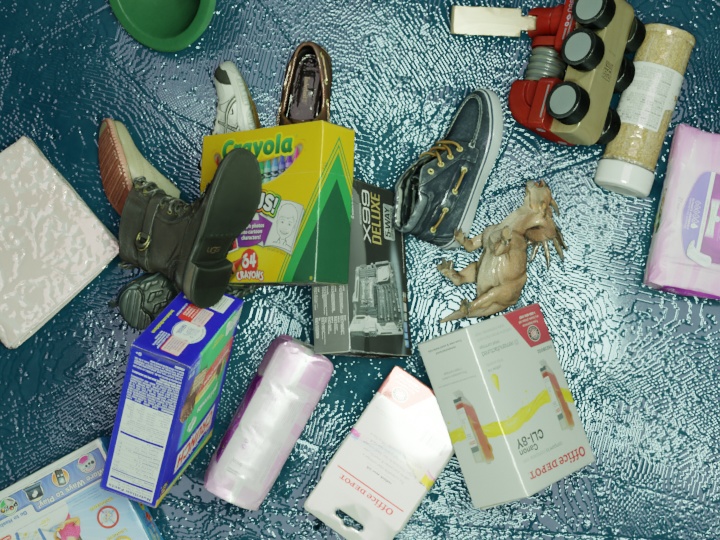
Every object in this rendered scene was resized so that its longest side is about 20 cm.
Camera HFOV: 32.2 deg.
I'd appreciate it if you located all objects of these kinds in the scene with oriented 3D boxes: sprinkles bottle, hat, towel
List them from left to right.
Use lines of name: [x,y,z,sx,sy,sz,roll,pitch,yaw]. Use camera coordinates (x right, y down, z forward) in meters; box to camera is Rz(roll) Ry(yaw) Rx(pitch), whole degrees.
towel: [-0.425,-0.037,1.551,0.191,0.032,0.200,-40,85,0]
hat: [-0.198,-0.387,1.566,0.166,0.176,0.200,47,128,4]
sprinkles bottle: [0.339,-0.190,1.486,0.068,0.068,0.200,17,87,5]

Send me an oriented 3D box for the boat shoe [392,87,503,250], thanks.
boat shoe: [0.103,-0.129,1.479,0.091,0.071,0.200,16,88,-36]

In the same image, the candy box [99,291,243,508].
candy box: [-0.212,0.140,1.417,0.077,0.169,0.200,22,118,7]

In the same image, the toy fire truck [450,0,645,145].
toy fire truck: [0.209,-0.251,1.488,0.200,0.129,0.176,12,84,44]

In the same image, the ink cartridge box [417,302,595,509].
ink cartridge box: [0.170,0.154,1.430,0.083,0.145,0.200,-24,84,43]

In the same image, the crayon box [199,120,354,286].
crayon box: [-0.099,-0.070,1.393,0.200,0.058,0.173,-1,85,43]

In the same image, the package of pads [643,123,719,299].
package of pads: [0.412,-0.066,1.468,0.120,0.076,0.200,12,87,6]

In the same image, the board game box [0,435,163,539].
board game box: [-0.350,0.332,1.507,0.200,0.056,0.196,-28,85,2]

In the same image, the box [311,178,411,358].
box: [0.000,0.000,1.446,0.050,0.158,0.200,-7,81,27]

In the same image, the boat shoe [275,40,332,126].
boat shoe: [-0.071,-0.178,1.516,0.070,0.070,0.200,2,87,3]

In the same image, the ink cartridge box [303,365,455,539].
ink cartridge box: [0.034,0.227,1.480,0.116,0.067,0.200,35,88,6]

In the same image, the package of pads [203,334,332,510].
package of pads: [-0.107,0.175,1.457,0.076,0.121,0.200,28,88,-5]

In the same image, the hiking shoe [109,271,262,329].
hiking shoe: [-0.203,0.006,1.509,0.200,0.087,0.074,-18,108,-19]

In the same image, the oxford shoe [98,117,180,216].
oxford shoe: [-0.267,-0.099,1.537,0.074,0.071,0.200,-14,75,-33]

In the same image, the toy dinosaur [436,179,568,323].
toy dinosaur: [0.175,-0.006,1.485,0.086,0.135,0.200,42,117,43]

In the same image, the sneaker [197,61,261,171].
sneaker: [-0.162,-0.154,1.518,0.088,0.076,0.200,-14,84,5]

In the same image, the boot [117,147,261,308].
boot: [-0.205,-0.067,1.402,0.174,0.069,0.200,31,106,39]
